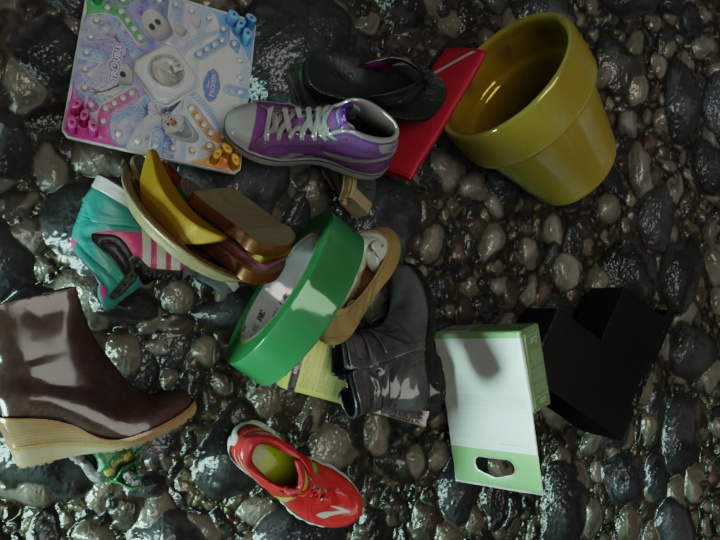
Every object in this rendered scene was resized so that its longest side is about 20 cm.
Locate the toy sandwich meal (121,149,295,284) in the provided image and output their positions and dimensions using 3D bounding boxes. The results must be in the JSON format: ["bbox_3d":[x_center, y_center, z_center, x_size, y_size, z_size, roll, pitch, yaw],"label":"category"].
[{"bbox_3d":[-0.163,-0.064,0.814,0.204,0.206,0.070,38,106,-17],"label":"toy sandwich meal"}]

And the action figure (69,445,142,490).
[{"bbox_3d":[-0.307,0.167,0.831,0.118,0.054,0.201,-42,108,-20],"label":"action figure"}]

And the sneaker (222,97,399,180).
[{"bbox_3d":[-0.053,-0.162,0.824,0.196,0.114,0.074,7,75,-7],"label":"sneaker"}]

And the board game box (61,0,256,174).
[{"bbox_3d":[-0.220,-0.226,0.855,0.196,0.026,0.205,10,73,-22],"label":"board game box"}]

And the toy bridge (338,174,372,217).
[{"bbox_3d":[0.008,-0.161,0.924,0.067,0.027,0.203,41,54,-35],"label":"toy bridge"}]

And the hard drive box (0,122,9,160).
[{"bbox_3d":[-0.479,-0.109,0.749,0.197,0.077,0.159,22,82,-19],"label":"hard drive box"}]

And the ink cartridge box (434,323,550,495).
[{"bbox_3d":[0.173,0.173,0.967,0.047,0.144,0.205,-14,96,-43],"label":"ink cartridge box"}]

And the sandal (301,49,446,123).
[{"bbox_3d":[0.027,-0.224,0.901,0.196,0.048,0.077,0,75,-29],"label":"sandal"}]

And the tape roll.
[{"bbox_3d":[-0.074,0.030,0.842,0.048,0.200,0.203,35,78,-17],"label":"tape roll"}]

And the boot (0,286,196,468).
[{"bbox_3d":[-0.277,0.100,0.775,0.196,0.072,0.170,-11,95,-19],"label":"boot"}]

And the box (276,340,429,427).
[{"bbox_3d":[-0.002,0.136,0.951,0.196,0.050,0.077,17,83,-20],"label":"box"}]

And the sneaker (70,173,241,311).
[{"bbox_3d":[-0.239,0.000,0.841,0.199,0.083,0.122,36,81,-21],"label":"sneaker"}]

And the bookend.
[{"bbox_3d":[0.307,0.095,1.052,0.198,0.092,0.201,32,77,-17],"label":"bookend"}]

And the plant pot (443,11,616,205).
[{"bbox_3d":[0.234,-0.192,0.980,0.188,0.199,0.203,40,76,-31],"label":"plant pot"}]

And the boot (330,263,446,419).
[{"bbox_3d":[0.026,0.076,0.914,0.129,0.070,0.203,3,56,-22],"label":"boot"}]

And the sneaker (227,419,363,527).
[{"bbox_3d":[-0.075,0.256,0.902,0.198,0.085,0.078,35,78,-18],"label":"sneaker"}]

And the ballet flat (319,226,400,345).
[{"bbox_3d":[0.000,0.000,0.903,0.064,0.067,0.202,81,26,-44],"label":"ballet flat"}]

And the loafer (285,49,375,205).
[{"bbox_3d":[-0.036,-0.169,0.944,0.072,0.062,0.204,-30,106,-50],"label":"loafer"}]

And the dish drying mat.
[{"bbox_3d":[0.088,-0.207,0.976,0.202,0.076,0.018,-58,136,-12],"label":"dish drying mat"}]
